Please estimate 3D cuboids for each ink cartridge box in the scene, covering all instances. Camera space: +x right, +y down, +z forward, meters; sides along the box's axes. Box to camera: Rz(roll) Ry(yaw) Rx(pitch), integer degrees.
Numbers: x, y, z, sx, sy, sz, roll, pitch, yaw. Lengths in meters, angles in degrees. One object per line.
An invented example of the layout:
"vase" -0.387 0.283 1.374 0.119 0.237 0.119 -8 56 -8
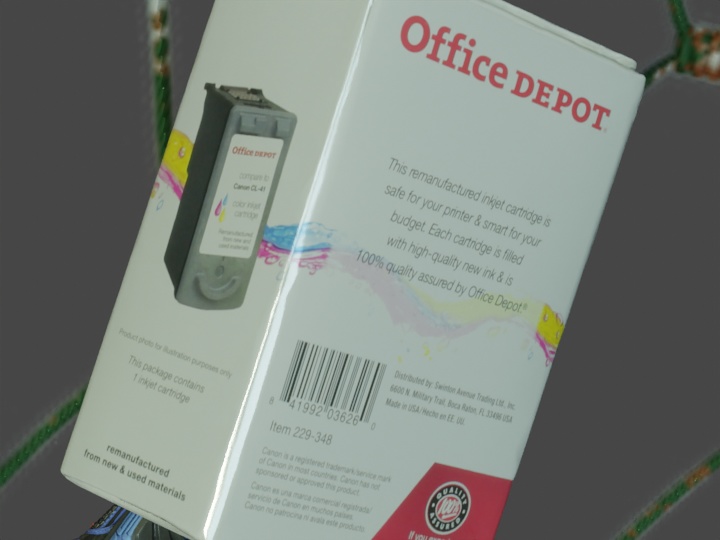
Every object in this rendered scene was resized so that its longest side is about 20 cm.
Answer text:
"ink cartridge box" 0.000 0.000 0.911 0.147 0.085 0.201 19 88 -46

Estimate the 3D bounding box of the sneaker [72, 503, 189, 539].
"sneaker" -0.103 0.123 0.962 0.200 0.078 0.075 -46 131 -20
